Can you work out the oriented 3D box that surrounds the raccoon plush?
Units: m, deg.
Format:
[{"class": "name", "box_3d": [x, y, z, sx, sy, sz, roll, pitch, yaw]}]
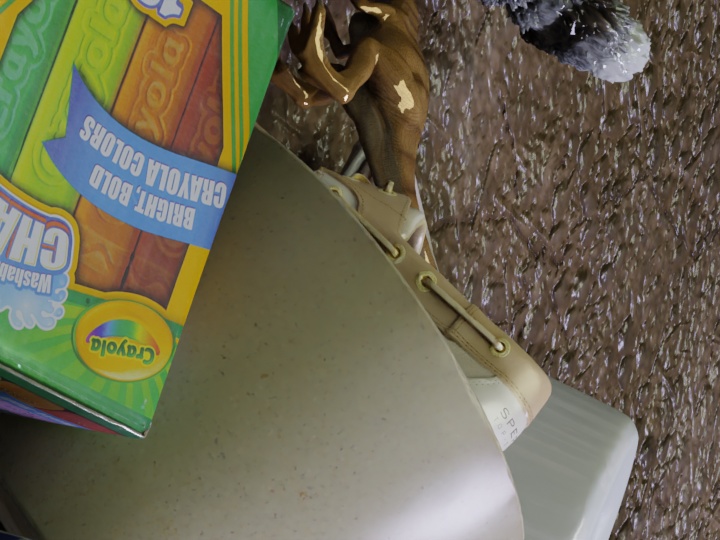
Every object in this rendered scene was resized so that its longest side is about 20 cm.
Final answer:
[{"class": "raccoon plush", "box_3d": [0.088, -0.151, 0.977, 0.199, 0.134, 0.097, 27, 95, -26]}]

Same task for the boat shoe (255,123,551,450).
[{"class": "boat shoe", "box_3d": [0.000, 0.000, 0.897, 0.069, 0.200, 0.074, -33, 157, -16]}]

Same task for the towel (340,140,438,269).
[{"class": "towel", "box_3d": [-0.013, 0.068, 1.021, 0.201, 0.032, 0.192, -61, 151, -33]}]

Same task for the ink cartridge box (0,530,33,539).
[{"class": "ink cartridge box", "box_3d": [-0.152, 0.087, 0.657, 0.200, 0.195, 0.044, 36, 66, -57]}]

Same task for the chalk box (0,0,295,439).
[{"class": "chalk box", "box_3d": [-0.130, -0.023, 0.718, 0.125, 0.123, 0.202, 31, 71, -45]}]

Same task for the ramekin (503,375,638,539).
[{"class": "ramekin", "box_3d": [0.059, 0.139, 1.057, 0.200, 0.097, 0.202, 21, 90, -78]}]

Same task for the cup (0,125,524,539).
[{"class": "cup", "box_3d": [-0.056, 0.067, 0.806, 0.143, 0.200, 0.201, -35, 132, -16]}]

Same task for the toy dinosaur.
[{"class": "toy dinosaur", "box_3d": [0.008, -0.072, 0.954, 0.106, 0.060, 0.201, 21, 49, -30]}]
